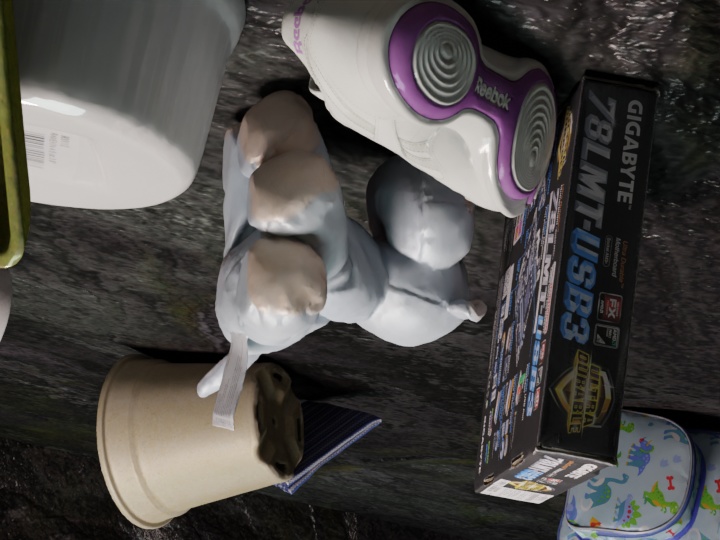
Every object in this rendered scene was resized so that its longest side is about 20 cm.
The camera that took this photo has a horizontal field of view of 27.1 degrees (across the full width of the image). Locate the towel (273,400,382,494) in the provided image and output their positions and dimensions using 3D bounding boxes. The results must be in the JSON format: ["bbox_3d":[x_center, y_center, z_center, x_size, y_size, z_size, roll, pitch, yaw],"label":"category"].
[{"bbox_3d":[-0.072,0.210,1.799,0.024,0.144,0.199,61,157,-15],"label":"towel"}]

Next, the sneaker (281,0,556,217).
[{"bbox_3d":[0.036,-0.091,0.760,0.099,0.076,0.200,17,169,35],"label":"sneaker"}]

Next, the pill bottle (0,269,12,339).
[{"bbox_3d":[-0.412,0.015,1.296,0.198,0.118,0.116,19,162,-34],"label":"pill bottle"}]

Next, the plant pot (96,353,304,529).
[{"bbox_3d":[-0.170,0.182,1.701,0.181,0.203,0.200,-10,159,21],"label":"plant pot"}]

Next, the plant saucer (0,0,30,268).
[{"bbox_3d":[-0.217,-0.107,0.627,0.197,0.203,0.048,2,-169,24],"label":"plant saucer"}]

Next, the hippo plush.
[{"bbox_3d":[0.000,0.000,0.889,0.158,0.203,0.159,4,-171,-15],"label":"hippo plush"}]

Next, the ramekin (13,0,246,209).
[{"bbox_3d":[-0.161,-0.102,0.739,0.197,0.099,0.201,8,165,2],"label":"ramekin"}]

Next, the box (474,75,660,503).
[{"bbox_3d":[0.111,0.020,0.841,0.049,0.203,0.199,9,165,-4],"label":"box"}]

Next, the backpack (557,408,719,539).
[{"bbox_3d":[0.323,0.250,1.631,0.197,0.185,0.147,4,152,25],"label":"backpack"}]
